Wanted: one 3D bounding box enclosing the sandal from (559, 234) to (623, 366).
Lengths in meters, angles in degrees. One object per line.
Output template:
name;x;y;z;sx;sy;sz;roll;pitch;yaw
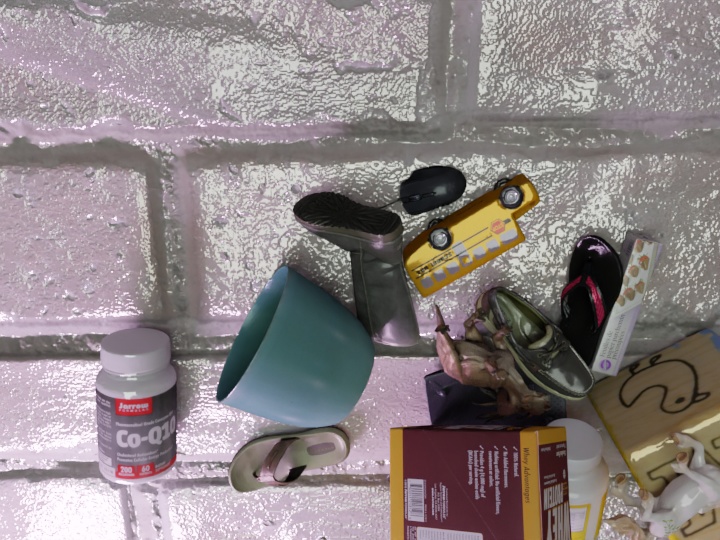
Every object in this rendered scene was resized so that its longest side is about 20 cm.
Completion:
sandal;0.308;0.052;0.942;0.075;0.045;0.202;23;115;39

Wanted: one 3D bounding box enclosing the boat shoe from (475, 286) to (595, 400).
boat shoe;0.242;0.099;0.936;0.201;0.066;0.072;45;79;7

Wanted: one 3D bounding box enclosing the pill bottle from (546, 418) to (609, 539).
pill bottle;0.294;0.314;0.980;0.111;0.112;0.201;-1;121;3

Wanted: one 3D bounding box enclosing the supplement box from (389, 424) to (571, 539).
supplement box;0.155;0.301;0.880;0.199;0.133;0.199;-6;77;30

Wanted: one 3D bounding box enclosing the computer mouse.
computer mouse;0.048;-0.093;0.933;0.199;0.034;0.059;-19;106;9

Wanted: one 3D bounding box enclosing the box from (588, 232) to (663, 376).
box;0.366;0.048;0.956;0.038;0.041;0.202;12;106;-1

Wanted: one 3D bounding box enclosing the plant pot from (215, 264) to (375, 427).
plant pot;-0.078;0.118;0.926;0.160;0.201;0.201;28;106;-16

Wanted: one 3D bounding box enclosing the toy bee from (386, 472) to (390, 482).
toy bee;0.154;0.339;1.015;0.199;0.109;0.131;-29;128;16

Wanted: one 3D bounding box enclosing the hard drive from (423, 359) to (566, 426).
hard drive;0.198;0.192;1.006;0.198;0.042;0.136;-9;106;5

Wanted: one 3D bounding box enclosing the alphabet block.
alphabet block;0.459;0.232;0.929;0.199;0.195;0.197;-30;101;10

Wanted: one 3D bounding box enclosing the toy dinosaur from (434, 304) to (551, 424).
toy dinosaur;0.160;0.135;0.939;0.199;0.086;0.136;32;143;31

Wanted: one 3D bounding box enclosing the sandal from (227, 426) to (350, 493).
sandal;-0.114;0.290;1.043;0.200;0.057;0.080;-20;105;9

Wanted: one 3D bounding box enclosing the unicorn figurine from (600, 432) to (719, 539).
unicorn figurine;0.396;0.265;0.813;0.200;0.074;0.137;-35;112;26

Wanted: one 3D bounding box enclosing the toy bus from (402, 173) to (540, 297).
toy bus;0.151;-0.049;0.924;0.199;0.065;0.079;-30;103;11

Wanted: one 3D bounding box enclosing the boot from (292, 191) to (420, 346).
boot;-0.002;0.001;0.936;0.181;0.073;0.201;24;145;32

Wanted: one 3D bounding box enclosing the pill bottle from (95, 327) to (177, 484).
pill bottle;-0.326;0.195;0.996;0.113;0.114;0.202;5;107;1
